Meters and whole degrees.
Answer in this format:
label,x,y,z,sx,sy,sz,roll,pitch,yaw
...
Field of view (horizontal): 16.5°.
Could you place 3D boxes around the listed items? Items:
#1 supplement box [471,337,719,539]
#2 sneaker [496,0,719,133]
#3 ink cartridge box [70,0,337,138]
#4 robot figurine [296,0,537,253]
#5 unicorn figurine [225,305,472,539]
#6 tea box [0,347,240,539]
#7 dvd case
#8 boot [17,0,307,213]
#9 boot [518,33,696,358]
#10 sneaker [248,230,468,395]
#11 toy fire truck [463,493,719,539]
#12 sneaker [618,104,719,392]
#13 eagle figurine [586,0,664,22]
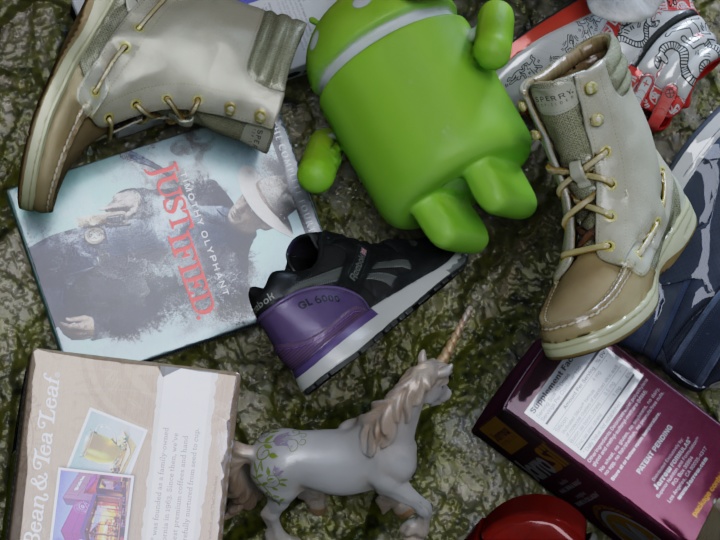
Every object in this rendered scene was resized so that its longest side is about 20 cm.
label,x,y,z,sx,sy,sz,roll,pitch,yaw
supplement box,0.186,0.128,1.680,0.200,0.110,0.086,37,75,1
sneaker,0.164,-0.132,1.755,0.201,0.067,0.108,-36,83,-17
ink cartridge box,-0.094,-0.172,1.737,0.199,0.039,0.100,-19,82,-11
robot figurine,0.039,-0.110,1.671,0.175,0.116,0.201,-35,73,21
unicorn figurine,-0.002,0.123,1.629,0.199,0.138,0.074,-16,42,-1
tea box,-0.159,0.161,1.564,0.133,0.197,0.201,7,83,-7
dvd case,-0.127,-0.018,1.708,0.199,0.022,0.147,-17,81,-13
boot,-0.133,-0.108,1.665,0.154,0.072,0.201,24,76,-6
boot,0.144,-0.049,1.593,0.200,0.072,0.155,-51,125,-50
sneaker,0.000,0.000,1.654,0.088,0.076,0.200,52,36,1
toy fire truck,0.162,0.204,1.614,0.176,0.129,0.200,39,100,2
sneaker,0.261,-0.011,1.732,0.146,0.077,0.203,33,84,11
eagle figurine,0.134,-0.268,1.744,0.151,0.200,0.152,15,97,-28
